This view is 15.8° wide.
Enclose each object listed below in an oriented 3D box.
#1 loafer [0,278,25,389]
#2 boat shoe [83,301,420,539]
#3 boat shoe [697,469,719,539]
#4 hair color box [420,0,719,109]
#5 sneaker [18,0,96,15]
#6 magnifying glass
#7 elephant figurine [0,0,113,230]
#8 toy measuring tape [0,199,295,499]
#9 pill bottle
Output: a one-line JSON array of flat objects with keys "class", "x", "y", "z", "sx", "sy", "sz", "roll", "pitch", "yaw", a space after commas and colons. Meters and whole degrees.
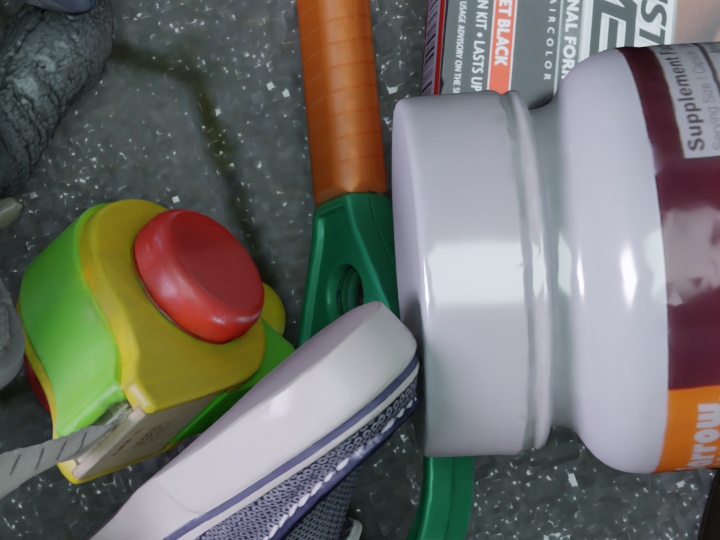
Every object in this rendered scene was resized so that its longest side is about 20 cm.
[{"class": "loafer", "x": -0.164, "y": -0.022, "z": 0.634, "sx": 0.200, "sy": 0.072, "sz": 0.063, "roll": 43, "pitch": 113, "yaw": 15}, {"class": "boat shoe", "x": -0.020, "y": 0.085, "z": 0.710, "sx": 0.093, "sy": 0.200, "sz": 0.075, "roll": 49, "pitch": 54, "yaw": 0}, {"class": "boat shoe", "x": 0.136, "y": 0.114, "z": 0.778, "sx": 0.068, "sy": 0.072, "sz": 0.201, "roll": 13, "pitch": 97, "yaw": -8}, {"class": "hair color box", "x": 0.120, "y": -0.062, "z": 0.781, "sx": 0.199, "sy": 0.061, "sz": 0.102, "roll": 4, "pitch": 88, "yaw": -4}, {"class": "sneaker", "x": -0.064, "y": -0.160, "z": 0.766, "sx": 0.081, "sy": 0.074, "sz": 0.200, "roll": 39, "pitch": 78, "yaw": -15}, {"class": "magnifying glass", "x": 0.000, "y": 0.000, "z": 0.773, "sx": 0.022, "sy": 0.080, "sz": 0.201, "roll": 0, "pitch": 78, "yaw": -33}, {"class": "elephant figurine", "x": -0.155, "y": -0.005, "z": 0.714, "sx": 0.141, "sy": 0.155, "sz": 0.200, "roll": 28, "pitch": 98, "yaw": -26}, {"class": "toy measuring tape", "x": -0.081, "y": 0.020, "z": 0.711, "sx": 0.073, "sy": 0.200, "sz": 0.074, "roll": 5, "pitch": 100, "yaw": 28}, {"class": "pill bottle", "x": 0.111, "y": -0.005, "z": 0.693, "sx": 0.199, "sy": 0.114, "sz": 0.115, "roll": -5, "pitch": 89, "yaw": -2}]
